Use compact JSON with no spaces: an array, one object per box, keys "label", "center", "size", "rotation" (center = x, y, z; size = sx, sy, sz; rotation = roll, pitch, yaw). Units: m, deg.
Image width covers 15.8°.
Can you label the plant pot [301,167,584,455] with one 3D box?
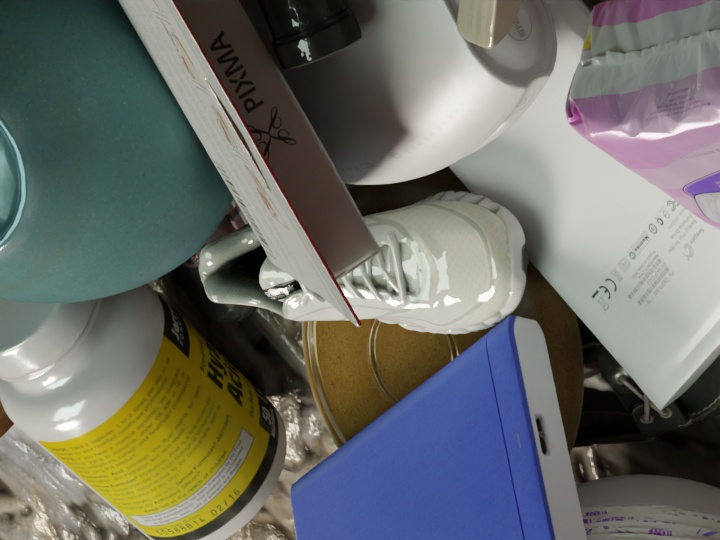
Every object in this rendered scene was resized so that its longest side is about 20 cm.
[{"label":"plant pot","center":[0.034,0.044,1.378],"size":[0.199,0.027,0.201],"rotation":[12,107,43]}]

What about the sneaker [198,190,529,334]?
[{"label":"sneaker","center":[0.000,0.000,1.328],"size":[0.199,0.081,0.076],"rotation":[-1,97,44]}]

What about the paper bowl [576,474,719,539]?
[{"label":"paper bowl","center":[0.153,0.182,1.356],"size":[0.199,0.105,0.201],"rotation":[7,145,5]}]

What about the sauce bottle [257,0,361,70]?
[{"label":"sauce bottle","center":[-0.055,-0.190,1.172],"size":[0.066,0.066,0.201],"rotation":[-14,102,47]}]

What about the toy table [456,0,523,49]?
[{"label":"toy table","center":[0.082,-0.199,1.119],"size":[0.199,0.117,0.185],"rotation":[17,133,30]}]

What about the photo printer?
[{"label":"photo printer","center":[0.001,-0.142,1.248],"size":[0.166,0.069,0.201],"rotation":[-25,94,52]}]

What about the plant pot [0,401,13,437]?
[{"label":"plant pot","center":[-0.248,-0.022,1.535],"size":[0.187,0.187,0.200],"rotation":[39,126,8]}]

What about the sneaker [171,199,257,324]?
[{"label":"sneaker","center":[-0.129,-0.035,1.446],"size":[0.075,0.116,0.201],"rotation":[3,125,40]}]

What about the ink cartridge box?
[{"label":"ink cartridge box","center":[-0.054,-0.081,1.194],"size":[0.201,0.043,0.174],"rotation":[60,171,-17]}]

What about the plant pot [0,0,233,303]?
[{"label":"plant pot","center":[-0.174,-0.067,1.305],"size":[0.199,0.135,0.201],"rotation":[7,110,21]}]

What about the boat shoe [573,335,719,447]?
[{"label":"boat shoe","center":[0.124,0.067,1.354],"size":[0.199,0.057,0.067],"rotation":[-14,113,47]}]

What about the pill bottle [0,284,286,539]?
[{"label":"pill bottle","center":[-0.139,0.069,1.497],"size":[0.111,0.112,0.200],"rotation":[2,148,41]}]

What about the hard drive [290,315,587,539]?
[{"label":"hard drive","center":[0.035,0.128,1.330],"size":[0.200,0.025,0.133],"rotation":[-40,49,42]}]

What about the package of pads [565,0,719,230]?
[{"label":"package of pads","center":[0.194,-0.057,1.104],"size":[0.120,0.076,0.200],"rotation":[-8,151,44]}]

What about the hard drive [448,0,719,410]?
[{"label":"hard drive","center":[0.115,-0.043,1.263],"size":[0.200,0.026,0.132],"rotation":[50,142,13]}]
